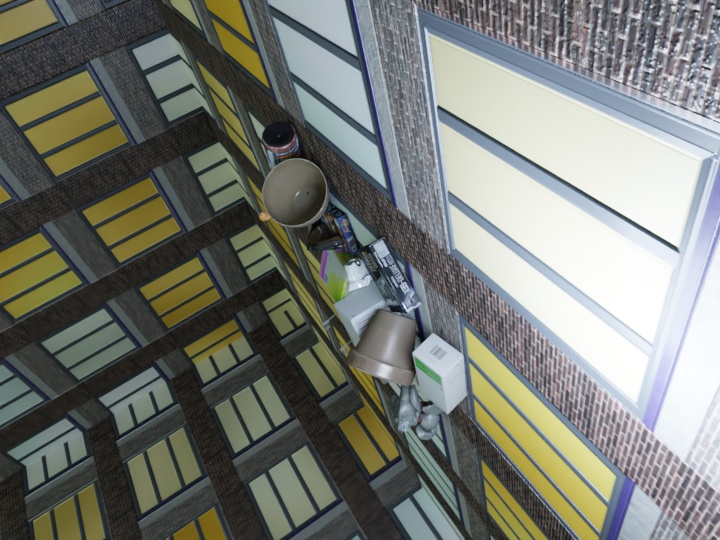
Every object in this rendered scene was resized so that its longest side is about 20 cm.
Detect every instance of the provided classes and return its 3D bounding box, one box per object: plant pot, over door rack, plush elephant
[{"bbox_3d":[0.075,0.205,1.562,0.199,0.176,0.200,18,178,1],"label":"plant pot"},{"bbox_3d":[-0.038,0.167,1.921,0.067,0.200,0.148,33,-168,-50],"label":"over door rack"},{"bbox_3d":[0.192,0.459,1.829,0.201,0.154,0.166,-91,19,-58],"label":"plush elephant"},{"bbox_3d":[-0.177,-0.218,1.674,0.201,0.200,0.134,56,-173,13],"label":"plant pot"}]

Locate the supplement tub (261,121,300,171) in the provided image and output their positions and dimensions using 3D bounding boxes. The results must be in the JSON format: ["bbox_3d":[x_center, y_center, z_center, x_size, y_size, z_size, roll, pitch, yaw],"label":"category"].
[{"bbox_3d":[-0.239,-0.358,1.734,0.107,0.106,0.200,54,167,22],"label":"supplement tub"}]

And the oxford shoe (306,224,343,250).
[{"bbox_3d":[-0.117,-0.104,1.751,0.199,0.072,0.085,6,96,57],"label":"oxford shoe"}]

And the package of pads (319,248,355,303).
[{"bbox_3d":[-0.064,0.005,1.813,0.200,0.068,0.155,55,142,43],"label":"package of pads"}]

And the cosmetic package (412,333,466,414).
[{"bbox_3d":[0.207,0.268,1.442,0.107,0.085,0.201,34,153,36],"label":"cosmetic package"}]

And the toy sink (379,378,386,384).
[{"bbox_3d":[0.076,0.279,1.921,0.131,0.112,0.201,51,164,31],"label":"toy sink"}]

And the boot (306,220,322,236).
[{"bbox_3d":[-0.203,-0.223,1.972,0.200,0.072,0.183,43,146,32],"label":"boot"}]

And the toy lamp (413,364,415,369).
[{"bbox_3d":[0.176,0.251,1.607,0.058,0.058,0.200,57,167,12],"label":"toy lamp"}]

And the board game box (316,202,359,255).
[{"bbox_3d":[-0.076,-0.141,1.747,0.200,0.034,0.136,40,157,56],"label":"board game box"}]

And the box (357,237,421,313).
[{"bbox_3d":[0.073,0.015,1.492,0.201,0.050,0.158,61,168,-4],"label":"box"}]

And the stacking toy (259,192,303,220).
[{"bbox_3d":[-0.248,-0.210,1.838,0.116,0.199,0.111,30,-138,-61],"label":"stacking toy"}]

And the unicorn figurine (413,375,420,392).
[{"bbox_3d":[0.204,0.348,1.671,0.200,0.074,0.138,52,165,30],"label":"unicorn figurine"}]

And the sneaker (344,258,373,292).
[{"bbox_3d":[0.000,0.000,1.596,0.200,0.075,0.082,-43,-68,-76],"label":"sneaker"}]

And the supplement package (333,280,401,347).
[{"bbox_3d":[0.043,0.169,1.720,0.201,0.150,0.152,65,166,-24],"label":"supplement package"}]
